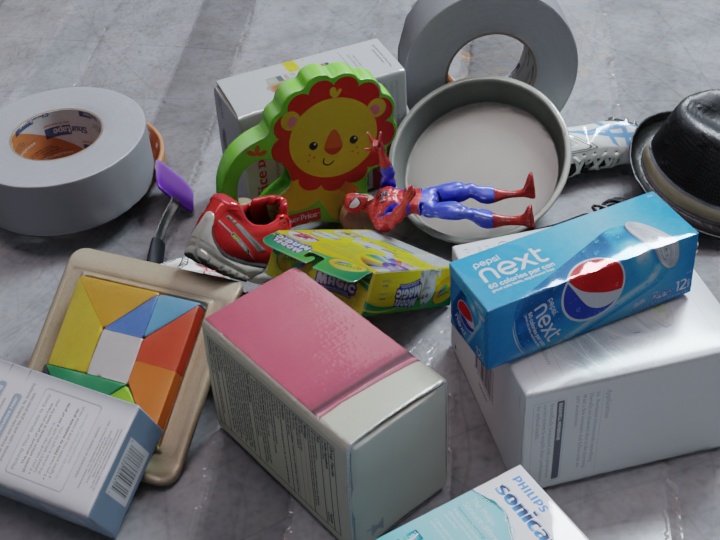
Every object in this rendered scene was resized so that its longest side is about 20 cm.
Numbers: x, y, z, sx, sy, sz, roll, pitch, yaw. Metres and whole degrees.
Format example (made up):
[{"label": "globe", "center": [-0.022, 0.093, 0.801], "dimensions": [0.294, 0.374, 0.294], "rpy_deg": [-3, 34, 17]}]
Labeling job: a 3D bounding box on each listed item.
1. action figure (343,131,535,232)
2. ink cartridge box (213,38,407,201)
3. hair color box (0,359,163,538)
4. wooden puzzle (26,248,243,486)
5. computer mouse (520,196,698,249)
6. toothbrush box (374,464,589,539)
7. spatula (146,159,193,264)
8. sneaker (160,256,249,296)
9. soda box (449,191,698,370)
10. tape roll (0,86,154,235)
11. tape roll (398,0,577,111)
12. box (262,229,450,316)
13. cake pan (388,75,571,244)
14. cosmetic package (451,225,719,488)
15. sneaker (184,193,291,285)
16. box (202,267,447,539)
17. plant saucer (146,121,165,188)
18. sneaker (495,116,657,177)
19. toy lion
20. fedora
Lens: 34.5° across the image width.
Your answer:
[{"label": "action figure", "center": [0.073, -0.086, 1.171], "dimensions": [0.196, 0.100, 0.066], "rpy_deg": [-3, 53, 14]}, {"label": "ink cartridge box", "center": [-0.051, -0.154, 1.287], "dimensions": [0.197, 0.147, 0.084], "rpy_deg": [-18, 42, -16]}, {"label": "hair color box", "center": [-0.279, 0.143, 0.988], "dimensions": [0.197, 0.061, 0.100], "rpy_deg": [15, 67, 21]}, {"label": "wooden puzzle", "center": [-0.219, 0.079, 1.052], "dimensions": [0.182, 0.037, 0.203], "rpy_deg": [11, 67, 19]}, {"label": "computer mouse", "center": [0.228, -0.014, 1.164], "dimensions": [0.197, 0.054, 0.138], "rpy_deg": [-16, 27, -23]}, {"label": "toothbrush box", "center": [0.077, 0.251, 0.828], "dimensions": [0.198, 0.086, 0.146], "rpy_deg": [-24, 42, -21]}, {"label": "spatula", "center": [-0.213, -0.045, 1.259], "dimensions": [0.020, 0.056, 0.202], "rpy_deg": [-32, 36, 32]}, {"label": "sneaker", "center": [-0.124, 0.033, 1.127], "dimensions": [0.197, 0.068, 0.109], "rpy_deg": [-3, 43, 6]}, {"label": "soda box", "center": [0.173, 0.006, 0.943], "dimensions": [0.197, 0.065, 0.068], "rpy_deg": [-20, 41, -16]}, {"label": "tape roll", "center": [-0.331, -0.125, 1.291], "dimensions": [0.196, 0.067, 0.202], "rpy_deg": [-3, 39, 2]}, {"label": "tape roll", "center": [0.143, -0.237, 1.314], "dimensions": [0.196, 0.203, 0.067], "rpy_deg": [-5, 39, -1]}, {"label": "box", "center": [0.000, 0.000, 1.097], "dimensions": [0.116, 0.049, 0.199], "rpy_deg": [23, 12, 30]}, {"label": "cake pan", "center": [0.128, -0.114, 1.245], "dimensions": [0.196, 0.037, 0.204], "rpy_deg": [-6, 66, 13]}, {"label": "cosmetic package", "center": [0.200, 0.063, 1.019], "dimensions": [0.196, 0.125, 0.201], "rpy_deg": [-10, 40, -10]}, {"label": "sneaker", "center": [-0.083, -0.028, 1.123], "dimensions": [0.076, 0.086, 0.199], "rpy_deg": [25, 5, 32]}, {"label": "box", "center": [-0.030, 0.112, 0.974], "dimensions": [0.108, 0.130, 0.199], "rpy_deg": [-30, 46, -29]}, {"label": "plant saucer", "center": [-0.326, -0.120, 1.361], "dimensions": [0.196, 0.033, 0.202], "rpy_deg": [-3, 39, 3]}, {"label": "sneaker", "center": [0.243, -0.131, 1.304], "dimensions": [0.196, 0.072, 0.074], "rpy_deg": [0, 70, -3]}, {"label": "toy lion", "center": [-0.057, -0.118, 1.206], "dimensions": [0.197, 0.194, 0.069], "rpy_deg": [-16, 40, -14]}, {"label": "fedora", "center": [0.387, -0.125, 1.217], "dimensions": [0.196, 0.092, 0.203], "rpy_deg": [4, 52, -5]}]
